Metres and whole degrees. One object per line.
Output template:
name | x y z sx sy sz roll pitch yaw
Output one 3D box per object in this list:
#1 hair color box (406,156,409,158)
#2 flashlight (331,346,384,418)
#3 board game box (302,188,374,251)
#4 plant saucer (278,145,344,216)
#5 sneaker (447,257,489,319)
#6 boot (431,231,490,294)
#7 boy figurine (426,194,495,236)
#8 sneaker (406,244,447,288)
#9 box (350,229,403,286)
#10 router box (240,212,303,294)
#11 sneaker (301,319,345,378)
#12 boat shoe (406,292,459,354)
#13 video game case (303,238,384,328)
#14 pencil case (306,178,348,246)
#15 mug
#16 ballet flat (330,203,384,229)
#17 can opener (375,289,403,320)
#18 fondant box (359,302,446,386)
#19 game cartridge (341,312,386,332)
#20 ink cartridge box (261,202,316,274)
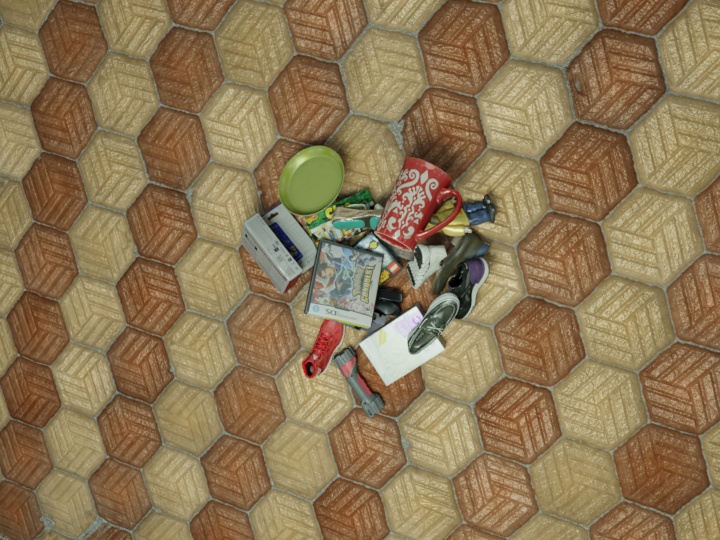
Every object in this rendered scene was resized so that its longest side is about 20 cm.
hair color box | 0.140 -0.190 1.544 0.109 0.065 0.201 25 104 9
flashlight | -0.002 0.316 1.647 0.067 0.068 0.201 -34 94 16
board game box | -0.047 -0.135 1.558 0.199 0.023 0.105 -27 97 -18
plant saucer | -0.127 -0.234 1.534 0.198 0.031 0.202 -8 71 23
sneaker | 0.258 0.048 1.505 0.087 0.076 0.201 -5 132 -23
boot | 0.264 -0.010 1.534 0.096 0.075 0.201 27 101 11
boy figurine | 0.245 -0.142 1.502 0.198 0.065 0.125 -12 54 1
sneaker | 0.173 -0.010 1.508 0.080 0.200 0.076 -13 70 -12
box | 0.000 0.000 1.596 0.200 0.040 0.137 -40 104 15
router box | -0.250 -0.042 1.596 0.049 0.179 0.200 -38 88 -20
sneaker | -0.104 0.218 1.627 0.078 0.115 0.202 18 101 10
boat shoe | 0.191 0.147 1.494 0.072 0.071 0.201 28 119 -11
video game case | -0.041 0.035 1.507 0.179 0.025 0.202 14 76 -11
pencil case | -0.092 -0.153 1.594 0.089 0.078 0.202 -13 94 15
mug | 0.135 -0.154 1.405 0.133 0.177 0.201 31 84 -36
ballet flat | 0.022 -0.144 1.512 0.198 0.068 0.068 4 60 1
can opener | 0.017 0.094 1.587 0.198 0.064 0.079 3 61 1
fondant box | 0.117 0.205 1.605 0.199 0.058 0.145 -35 89 14
game cartridge | -0.041 0.118 1.572 0.198 0.130 0.039 21 65 -9
ink cartridge box | -0.199 -0.086 1.624 0.095 0.037 0.201 -38 90 -26
